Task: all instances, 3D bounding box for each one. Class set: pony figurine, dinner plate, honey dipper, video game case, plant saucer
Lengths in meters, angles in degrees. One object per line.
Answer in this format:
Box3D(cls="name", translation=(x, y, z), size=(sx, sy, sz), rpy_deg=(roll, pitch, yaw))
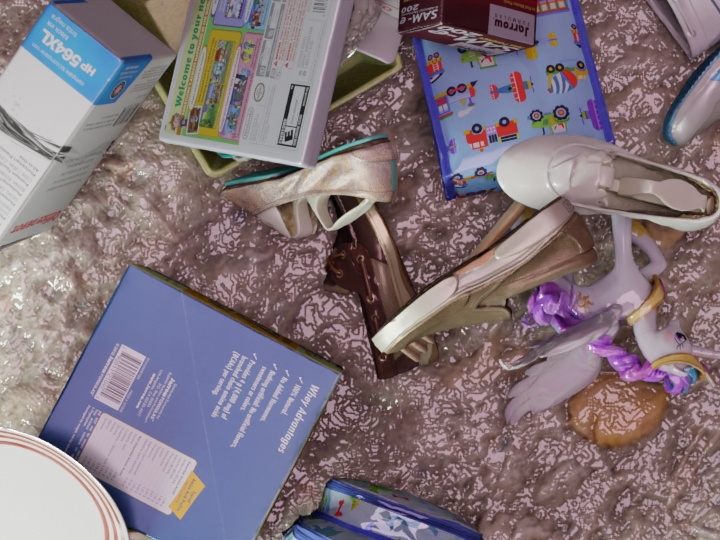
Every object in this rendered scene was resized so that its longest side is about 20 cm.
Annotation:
Box3D(cls="pony figurine", translation=(0.197, 0.035, 1.680), size=(0.193, 0.167, 0.200), rpy_deg=(-19, 72, -3))
Box3D(cls="dinner plate", translation=(-0.280, 0.204, 1.615), size=(0.200, 0.024, 0.200), rpy_deg=(9, 125, 13))
Box3D(cls="honey dipper", translation=(0.098, -0.009, 1.663), size=(0.038, 0.038, 0.200), rpy_deg=(40, 92, 0))
Box3D(cls="video game case", translation=(-0.083, -0.194, 1.628), size=(0.182, 0.022, 0.200), rpy_deg=(13, 90, 43))
Box3D(cls="plant saucer", translation=(-0.096, -0.212, 1.722), size=(0.200, 0.048, 0.200), rpy_deg=(-30, 89, -2))

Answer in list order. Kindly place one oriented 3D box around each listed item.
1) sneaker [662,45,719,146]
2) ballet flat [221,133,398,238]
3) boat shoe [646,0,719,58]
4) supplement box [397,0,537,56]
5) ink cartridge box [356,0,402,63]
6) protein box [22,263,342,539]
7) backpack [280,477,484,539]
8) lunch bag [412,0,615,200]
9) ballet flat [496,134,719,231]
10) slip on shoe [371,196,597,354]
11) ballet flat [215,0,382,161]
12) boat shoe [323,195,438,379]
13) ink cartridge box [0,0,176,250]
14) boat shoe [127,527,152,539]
Box3D(cls="sneaker", translation=(0.350, -0.175, 1.713), size=(0.200, 0.077, 0.081), rpy_deg=(-43, 91, 1))
Box3D(cls="ballet flat", translation=(-0.045, -0.063, 1.663), size=(0.068, 0.200, 0.067), rpy_deg=(-16, 92, -43))
Box3D(cls="boat shoe", translation=(0.250, -0.275, 1.714), size=(0.065, 0.074, 0.200), rpy_deg=(-41, 88, -6))
Box3D(cls="supplement box", translation=(0.094, -0.290, 1.638), size=(0.109, 0.061, 0.200), rpy_deg=(7, 83, -37))
Box3D(cls="ink cartridge box", translation=(0.018, -0.294, 1.679), size=(0.115, 0.068, 0.200), rpy_deg=(22, 73, -13))
Box3D(cls="protein box", translation=(-0.147, 0.126, 1.669), size=(0.200, 0.135, 0.199), rpy_deg=(27, 89, 0))
Box3D(cls="backpack", translation=(0.015, 0.257, 1.636), size=(0.183, 0.200, 0.147), rpy_deg=(20, 89, 1))
Box3D(cls="lunch bag", translation=(0.127, -0.179, 1.711), size=(0.151, 0.094, 0.200), rpy_deg=(-11, 80, 2))
Box3D(cls="ballet flat", translation=(0.215, -0.074, 1.626), size=(0.200, 0.069, 0.069), rpy_deg=(11, 89, -15))
Box3D(cls="slip on shoe", translation=(0.102, 0.018, 1.604), size=(0.200, 0.076, 0.061), rpy_deg=(-35, 92, 5))
Box3D(cls="ballet flat", translation=(-0.050, -0.164, 1.656), size=(0.072, 0.072, 0.200), rpy_deg=(45, 116, 1))
Box3D(cls="boat shoe", translation=(0.000, 0.000, 1.709), size=(0.072, 0.072, 0.200), rpy_deg=(-24, 95, -2))
Box3D(cls="ink cartridge box", translation=(-0.261, -0.126, 1.645), size=(0.084, 0.146, 0.200), rpy_deg=(39, 104, 4))
Box3D(cls="boat shoe", translation=(-0.264, 0.260, 1.696), size=(0.200, 0.074, 0.069), rpy_deg=(-1, 83, -1))
